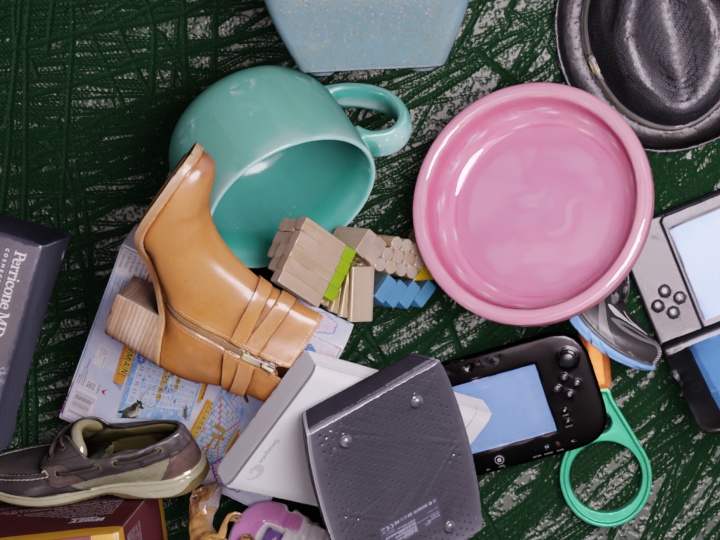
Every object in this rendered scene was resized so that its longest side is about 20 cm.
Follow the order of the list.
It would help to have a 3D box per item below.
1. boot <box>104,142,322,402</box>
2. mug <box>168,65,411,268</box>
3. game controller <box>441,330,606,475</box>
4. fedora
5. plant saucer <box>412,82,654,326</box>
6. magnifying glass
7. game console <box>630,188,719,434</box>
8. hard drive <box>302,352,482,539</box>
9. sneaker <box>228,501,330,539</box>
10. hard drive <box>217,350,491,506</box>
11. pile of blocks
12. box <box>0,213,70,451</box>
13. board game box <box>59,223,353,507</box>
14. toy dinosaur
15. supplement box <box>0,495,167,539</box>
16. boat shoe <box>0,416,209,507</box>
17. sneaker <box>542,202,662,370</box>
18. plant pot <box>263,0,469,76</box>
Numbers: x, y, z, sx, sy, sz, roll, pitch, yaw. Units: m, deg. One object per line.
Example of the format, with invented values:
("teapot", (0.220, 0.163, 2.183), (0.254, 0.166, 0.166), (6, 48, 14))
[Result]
("boot", (-0.102, 0.009, 1.399), (0.155, 0.077, 0.200), (24, 117, 3))
("mug", (-0.068, -0.095, 1.497), (0.114, 0.185, 0.152), (57, 136, 32))
("game controller", (0.107, 0.121, 1.544), (0.200, 0.042, 0.104), (-17, 92, 12))
("fedora", (0.254, -0.197, 1.492), (0.201, 0.092, 0.201), (0, 95, 2))
("plant saucer", (0.143, -0.051, 1.472), (0.200, 0.051, 0.201), (-5, 76, 21))
("magnifying glass", (0.206, 0.122, 1.560), (0.080, 0.022, 0.200), (-5, 96, 4))
("game console", (0.339, 0.014, 1.495), (0.200, 0.116, 0.176), (-22, 94, 4))
("hard drive", (0.023, 0.163, 1.447), (0.135, 0.042, 0.200), (-28, 131, -15))
("sneaker", (-0.017, 0.268, 1.542), (0.200, 0.088, 0.080), (22, 59, 14))
("hard drive", (-0.002, 0.140, 1.473), (0.200, 0.027, 0.132), (19, 117, -40))
("pile of blocks", (0.000, 0.000, 1.505), (0.200, 0.062, 0.082), (4, 92, -35))
("box", (-0.375, 0.038, 1.532), (0.200, 0.117, 0.197), (16, 95, 0))
("board game box", (-0.132, 0.085, 1.519), (0.199, 0.041, 0.200), (26, 124, 0))
("toy dinosaur", (-0.124, 0.253, 1.461), (0.106, 0.200, 0.060), (4, 120, 6))
("supplement box", (-0.270, 0.269, 1.504), (0.197, 0.200, 0.133), (-7, 94, 3))
("boat shoe", (-0.227, 0.154, 1.525), (0.201, 0.072, 0.066), (-4, 119, 17))
("sneaker", (0.195, -0.007, 1.504), (0.083, 0.071, 0.200), (-31, 76, 16))
("plant pot", (0.005, -0.261, 1.456), (0.196, 0.196, 0.200), (-2, 100, 3))
